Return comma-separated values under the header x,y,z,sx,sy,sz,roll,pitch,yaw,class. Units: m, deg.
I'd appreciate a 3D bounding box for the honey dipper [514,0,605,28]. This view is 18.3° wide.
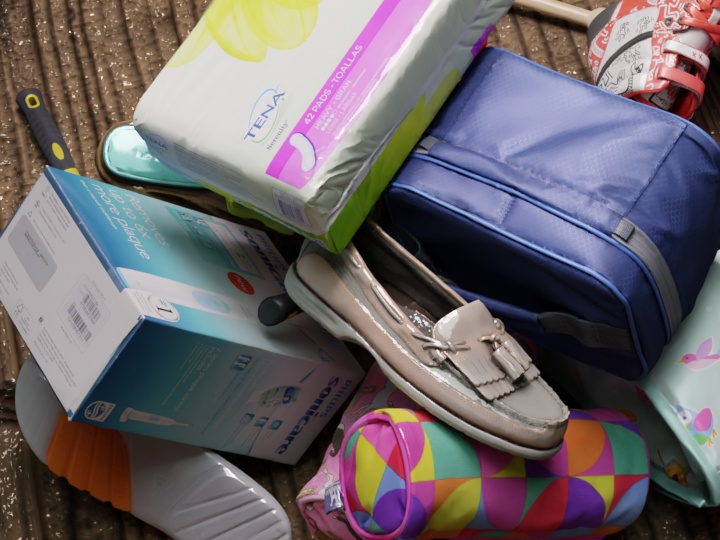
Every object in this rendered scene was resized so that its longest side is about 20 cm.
x,y,z,sx,sy,sz,roll,pitch,yaw,class
0.097,-0.209,1.675,0.199,0.038,0.038,21,56,15,honey dipper

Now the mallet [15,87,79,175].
x,y,z,sx,sy,sz,roll,pitch,yaw,class
-0.214,-0.059,1.584,0.066,0.041,0.200,-25,50,-19,mallet

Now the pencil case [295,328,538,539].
x,y,z,sx,sy,sz,roll,pitch,yaw,class
0.038,0.098,1.410,0.086,0.083,0.200,1,46,42,pencil case

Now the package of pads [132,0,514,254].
x,y,z,sx,sy,sz,roll,pitch,yaw,class
-0.025,-0.127,1.329,0.154,0.068,0.201,25,72,34,package of pads

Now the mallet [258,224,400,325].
x,y,z,sx,sy,sz,roll,pitch,yaw,class
0.000,0.000,1.423,0.066,0.200,0.041,-35,84,23,mallet

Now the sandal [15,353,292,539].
x,y,z,sx,sy,sz,roll,pitch,yaw,class
-0.129,0.120,1.420,0.206,0.059,0.079,37,105,6,sandal

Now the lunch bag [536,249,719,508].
x,y,z,sx,sy,sz,roll,pitch,yaw,class
0.225,0.047,1.410,0.170,0.122,0.200,-28,49,-18,lunch bag

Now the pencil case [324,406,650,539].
x,y,z,sx,sy,sz,roll,pitch,yaw,class
0.078,0.124,1.325,0.199,0.089,0.089,0,45,-35,pencil case

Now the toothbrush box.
x,y,z,sx,sy,sz,roll,pitch,yaw,class
-0.116,0.031,1.397,0.085,0.199,0.147,-51,50,18,toothbrush box

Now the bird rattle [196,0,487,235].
x,y,z,sx,sy,sz,roll,pitch,yaw,class
-0.027,-0.124,1.429,0.200,0.163,0.113,-46,19,7,bird rattle

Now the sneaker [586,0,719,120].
x,y,z,sx,sy,sz,roll,pitch,yaw,class
0.239,-0.173,1.552,0.067,0.201,0.109,26,42,-30,sneaker

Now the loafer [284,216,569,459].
x,y,z,sx,sy,sz,roll,pitch,yaw,class
0.041,0.033,1.293,0.199,0.063,0.072,35,28,23,loafer

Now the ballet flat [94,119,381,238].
x,y,z,sx,sy,sz,roll,pitch,yaw,class
-0.084,-0.057,1.540,0.198,0.072,0.068,9,75,-1,ballet flat

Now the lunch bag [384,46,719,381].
x,y,z,sx,sy,sz,roll,pitch,yaw,class
0.107,-0.030,1.334,0.199,0.136,0.133,23,66,27,lunch bag
